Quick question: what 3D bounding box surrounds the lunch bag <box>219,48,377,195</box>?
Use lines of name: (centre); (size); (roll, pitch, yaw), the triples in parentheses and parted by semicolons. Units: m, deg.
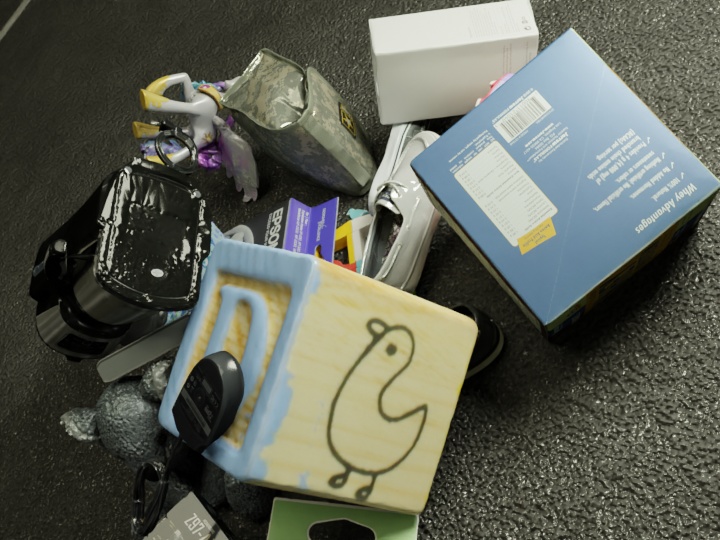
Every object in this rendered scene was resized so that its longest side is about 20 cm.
lunch bag: (-0.071, -0.194, 1.121); (0.118, 0.164, 0.200); (-50, 44, -3)

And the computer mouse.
computer mouse: (-0.145, 0.149, 0.695); (0.059, 0.034, 0.201); (50, 120, 33)

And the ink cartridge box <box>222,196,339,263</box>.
ink cartridge box: (-0.120, 0.005, 1.076); (0.199, 0.043, 0.199); (-23, 46, 30)

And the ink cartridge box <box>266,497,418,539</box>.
ink cartridge box: (-0.025, 0.315, 0.736); (0.144, 0.048, 0.201); (4, 55, 6)

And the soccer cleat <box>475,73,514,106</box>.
soccer cleat: (0.155, -0.134, 0.933); (0.076, 0.067, 0.201); (17, 69, 27)

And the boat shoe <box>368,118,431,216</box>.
boat shoe: (0.069, -0.139, 1.054); (0.070, 0.072, 0.201); (10, 58, 14)

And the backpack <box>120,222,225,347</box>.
backpack: (-0.259, -0.004, 1.054); (0.154, 0.200, 0.163); (-45, 83, 12)

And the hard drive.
hard drive: (-0.190, 0.064, 0.931); (0.131, 0.026, 0.200); (-27, 1, 18)

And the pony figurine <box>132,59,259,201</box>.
pony figurine: (-0.227, -0.206, 1.212); (0.199, 0.194, 0.166); (-17, 41, -30)

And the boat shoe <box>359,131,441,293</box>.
boat shoe: (0.044, -0.069, 0.939); (0.072, 0.068, 0.202); (18, 88, 45)

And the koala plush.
koala plush: (-0.217, 0.181, 0.913); (0.176, 0.200, 0.185); (-28, 45, 16)

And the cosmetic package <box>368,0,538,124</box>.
cosmetic package: (0.113, -0.257, 1.022); (0.198, 0.113, 0.082); (-4, 49, 1)

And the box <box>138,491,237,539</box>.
box: (-0.160, 0.344, 0.793); (0.160, 0.044, 0.200); (-42, 64, -10)

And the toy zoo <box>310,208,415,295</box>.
toy zoo: (0.000, 0.000, 1.023); (0.130, 0.020, 0.201); (-25, 46, 19)

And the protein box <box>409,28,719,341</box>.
protein box: (0.192, -0.075, 0.796); (0.198, 0.135, 0.200); (-39, 73, 4)

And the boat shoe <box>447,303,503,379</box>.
boat shoe: (0.057, 0.113, 0.860); (0.201, 0.063, 0.074); (-43, 45, 10)

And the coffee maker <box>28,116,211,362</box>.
coffee maker: (-0.243, -0.019, 0.852); (0.199, 0.135, 0.193); (-26, 31, 47)

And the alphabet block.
alphabet block: (-0.042, 0.096, 0.776); (0.196, 0.199, 0.197); (14, 85, 55)
